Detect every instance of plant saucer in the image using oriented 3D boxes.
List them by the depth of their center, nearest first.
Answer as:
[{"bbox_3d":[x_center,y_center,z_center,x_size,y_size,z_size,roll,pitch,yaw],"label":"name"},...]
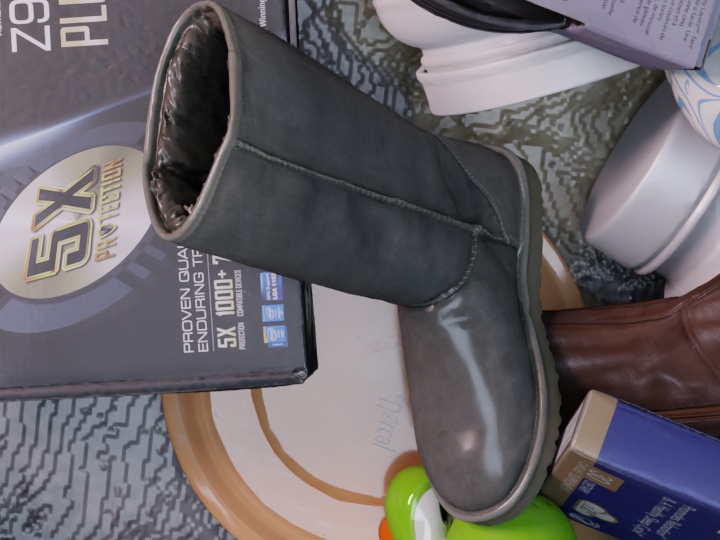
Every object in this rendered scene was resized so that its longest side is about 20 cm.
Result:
[{"bbox_3d":[0.008,0.047,1.181,0.199,0.032,0.201,0,94,0],"label":"plant saucer"}]

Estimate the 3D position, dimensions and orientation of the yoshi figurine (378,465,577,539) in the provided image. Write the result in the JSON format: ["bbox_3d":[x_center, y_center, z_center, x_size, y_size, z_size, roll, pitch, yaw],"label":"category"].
[{"bbox_3d":[0.059,0.179,1.118,0.111,0.112,0.201,-10,83,6],"label":"yoshi figurine"}]

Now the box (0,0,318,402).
[{"bbox_3d":[-0.106,-0.048,1.120,0.163,0.086,0.201,-3,91,3],"label":"box"}]

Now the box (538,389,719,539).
[{"bbox_3d":[0.175,0.111,1.087,0.199,0.121,0.033,20,74,2],"label":"box"}]

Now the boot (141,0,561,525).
[{"bbox_3d":[-0.002,0.001,1.050,0.072,0.200,0.183,-16,68,31],"label":"boot"}]

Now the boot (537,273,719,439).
[{"bbox_3d":[0.169,0.068,1.111,0.186,0.200,0.064,47,54,-18],"label":"boot"}]

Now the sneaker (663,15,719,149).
[{"bbox_3d":[0.217,-0.079,1.099,0.199,0.072,0.073,-9,59,-31],"label":"sneaker"}]

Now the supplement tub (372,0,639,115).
[{"bbox_3d":[0.061,-0.179,1.108,0.144,0.144,0.201,-17,99,-3],"label":"supplement tub"}]

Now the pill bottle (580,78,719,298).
[{"bbox_3d":[0.204,-0.001,1.157,0.199,0.120,0.120,31,94,-8],"label":"pill bottle"}]

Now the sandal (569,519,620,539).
[{"bbox_3d":[0.112,0.140,1.208,0.211,0.078,0.070,-38,131,8],"label":"sandal"}]

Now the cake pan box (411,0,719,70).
[{"bbox_3d":[0.074,-0.192,1.009,0.183,0.052,0.201,17,88,-16],"label":"cake pan box"}]
